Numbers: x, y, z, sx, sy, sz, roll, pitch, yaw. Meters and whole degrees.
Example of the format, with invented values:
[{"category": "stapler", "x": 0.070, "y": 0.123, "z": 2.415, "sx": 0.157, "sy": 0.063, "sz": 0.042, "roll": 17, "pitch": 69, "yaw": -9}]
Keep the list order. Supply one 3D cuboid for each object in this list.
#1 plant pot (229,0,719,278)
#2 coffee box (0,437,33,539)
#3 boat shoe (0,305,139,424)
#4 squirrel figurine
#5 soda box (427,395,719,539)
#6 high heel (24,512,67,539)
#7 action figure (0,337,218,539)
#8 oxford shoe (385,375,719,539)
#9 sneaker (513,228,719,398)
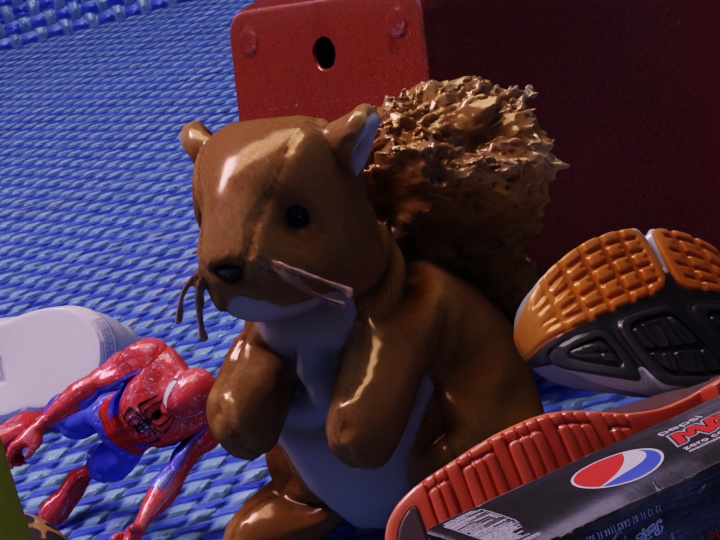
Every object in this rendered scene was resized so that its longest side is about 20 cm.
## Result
[{"category": "plant pot", "x": 0.050, "y": -0.070, "z": 1.401, "sx": 0.176, "sy": 0.201, "sz": 0.199, "roll": -8, "pitch": 4, "yaw": -43}, {"category": "coffee box", "x": -0.215, "y": 0.127, "z": 0.996, "sx": 0.197, "sy": 0.200, "sz": 0.200, "roll": -16, "pitch": 12, "yaw": 0}, {"category": "boat shoe", "x": -0.214, "y": 0.057, "z": 1.599, "sx": 0.199, "sy": 0.072, "sz": 0.068, "roll": -19, "pitch": -10, "yaw": 22}, {"category": "squirrel figurine", "x": 0.000, "y": 0.000, "z": 1.198, "sx": 0.141, "sy": 0.187, "sz": 0.200, "roll": -4, "pitch": 37, "yaw": 38}, {"category": "soda box", "x": 0.128, "y": 0.088, "z": 1.016, "sx": 0.199, "sy": 0.071, "sz": 0.063, "roll": -22, "pitch": 15, "yaw": -21}, {"category": "high heel", "x": -0.223, "y": 0.142, "z": 1.221, "sx": 0.199, "sy": 0.072, "sz": 0.142, "roll": -14, "pitch": 3, "yaw": -31}, {"category": "action figure", "x": -0.125, "y": 0.088, "z": 1.281, "sx": 0.099, "sy": 0.065, "sz": 0.200, "roll": -47, "pitch": 9, "yaw": -32}, {"category": "oxford shoe", "x": 0.100, "y": 0.085, "z": 1.111, "sx": 0.199, "sy": 0.071, "sz": 0.073, "roll": -15, "pitch": -7, "yaw": -16}, {"category": "sneaker", "x": 0.136, "y": 0.032, "z": 1.214, "sx": 0.199, "sy": 0.076, "sz": 0.092, "roll": -5, "pitch": -27, "yaw": -37}]
